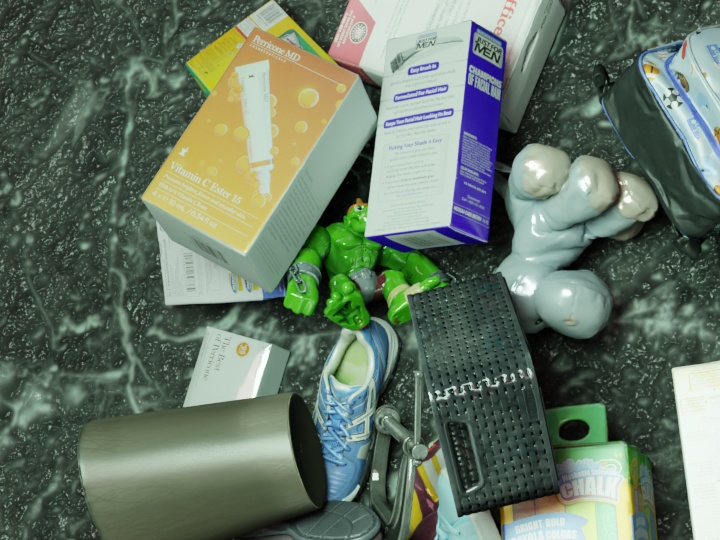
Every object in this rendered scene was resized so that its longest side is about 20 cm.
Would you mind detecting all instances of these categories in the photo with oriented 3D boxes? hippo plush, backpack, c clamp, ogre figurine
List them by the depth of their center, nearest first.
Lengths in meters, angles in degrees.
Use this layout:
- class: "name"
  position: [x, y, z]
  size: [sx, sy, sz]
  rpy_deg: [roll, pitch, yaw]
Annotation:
- class: "backpack"
  position: [0.340, -0.138, 1.488]
  size: [0.154, 0.189, 0.202]
  rpy_deg: [-39, 72, 51]
- class: "c clamp"
  position: [0.036, 0.176, 1.541]
  size: [0.027, 0.200, 0.173]
  rpy_deg: [4, 89, -10]
- class: "hippo plush"
  position: [0.171, -0.022, 1.544]
  size: [0.198, 0.159, 0.163]
  rpy_deg: [12, 82, 23]
- class: "ogre figurine"
  position: [0.000, 0.000, 1.610]
  size: [0.198, 0.099, 0.120]
  rpy_deg: [-14, 48, -20]

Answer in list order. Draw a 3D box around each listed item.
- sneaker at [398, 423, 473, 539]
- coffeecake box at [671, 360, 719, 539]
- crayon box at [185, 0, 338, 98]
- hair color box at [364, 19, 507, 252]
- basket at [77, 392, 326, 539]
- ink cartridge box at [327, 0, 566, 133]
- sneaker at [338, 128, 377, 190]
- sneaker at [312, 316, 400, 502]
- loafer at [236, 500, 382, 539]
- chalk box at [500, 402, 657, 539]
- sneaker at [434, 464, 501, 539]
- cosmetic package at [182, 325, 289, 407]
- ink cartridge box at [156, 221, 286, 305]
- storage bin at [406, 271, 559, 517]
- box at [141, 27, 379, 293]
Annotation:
- class: "sneaker"
  position: [0.083, 0.180, 1.578]
  size: [0.089, 0.075, 0.202]
  rpy_deg: [14, 82, 18]
- class: "coffeecake box"
  position: [0.332, 0.190, 1.434]
  size: [0.072, 0.153, 0.202]
  rpy_deg: [-10, 75, 19]
- class: "crayon box"
  position: [-0.085, -0.184, 1.689]
  size: [0.118, 0.058, 0.200]
  rpy_deg: [-36, 45, -4]
- class: "hair color box"
  position: [0.071, -0.124, 1.547]
  size: [0.109, 0.064, 0.202]
  rpy_deg: [-6, 73, 43]
- class: "basket"
  position: [-0.142, 0.194, 1.570]
  size: [0.198, 0.181, 0.137]
  rpy_deg: [-14, 47, 11]
- class: "ink cartridge box"
  position: [0.089, -0.243, 1.669]
  size: [0.199, 0.085, 0.147]
  rpy_deg: [21, 86, 26]
- class: "sneaker"
  position: [-0.065, -0.130, 1.709]
  size: [0.198, 0.078, 0.091]
  rpy_deg: [-12, 68, 17]
- class: "sneaker"
  position: [-0.020, 0.140, 1.627]
  size: [0.075, 0.077, 0.202]
  rpy_deg: [10, 84, 21]
- class: "loafer"
  position: [-0.047, 0.263, 1.591]
  size: [0.199, 0.072, 0.064]
  rpy_deg: [-2, 114, 46]
- class: "chalk box"
  position: [0.199, 0.221, 1.496]
  size: [0.123, 0.124, 0.202]
  rpy_deg: [-8, 75, 19]
- class: "sneaker"
  position: [0.087, 0.274, 1.499]
  size: [0.081, 0.074, 0.202]
  rpy_deg: [-19, 109, -15]
- class: "cosmetic package"
  position: [-0.144, 0.166, 1.684]
  size: [0.082, 0.051, 0.202]
  rpy_deg: [13, 83, 23]
- class: "ink cartridge box"
  position: [-0.135, -0.028, 1.673]
  size: [0.199, 0.042, 0.121]
  rpy_deg: [-4, 94, 49]
- class: "storage bin"
  position: [0.105, 0.104, 1.436]
  size: [0.093, 0.200, 0.136]
  rpy_deg: [-14, 115, 1]
- class: "box"
  position: [-0.091, -0.103, 1.538]
  size: [0.124, 0.098, 0.201]
  rpy_deg: [26, 75, 21]
